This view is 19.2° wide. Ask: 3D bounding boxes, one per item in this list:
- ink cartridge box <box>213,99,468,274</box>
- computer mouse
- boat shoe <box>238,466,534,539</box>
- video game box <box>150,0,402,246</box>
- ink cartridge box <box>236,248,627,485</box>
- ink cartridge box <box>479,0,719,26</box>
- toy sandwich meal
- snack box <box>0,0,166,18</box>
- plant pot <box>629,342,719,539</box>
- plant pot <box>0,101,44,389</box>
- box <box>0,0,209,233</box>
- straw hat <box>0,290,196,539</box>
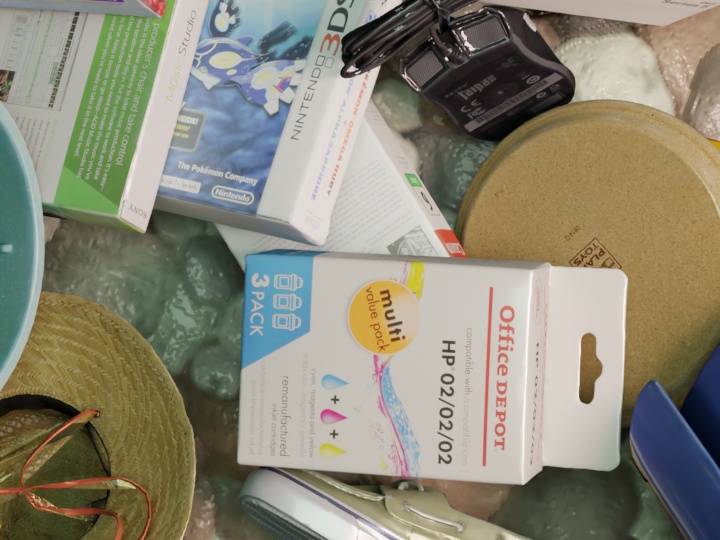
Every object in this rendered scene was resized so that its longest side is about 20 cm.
[{"bbox_3d":[0.000,0.000,1.213,0.109,0.050,0.201,-33,84,12],"label":"ink cartridge box"},{"bbox_3d":[0.080,-0.139,1.173,0.140,0.200,0.046,-33,65,22],"label":"computer mouse"},{"bbox_3d":[0.028,0.151,1.202,0.199,0.072,0.062,27,71,-8],"label":"boat shoe"},{"bbox_3d":[-0.083,-0.122,1.202,0.199,0.047,0.183,13,77,29],"label":"video game box"},{"bbox_3d":[0.039,0.051,1.143,0.199,0.068,0.116,3,93,13],"label":"ink cartridge box"},{"bbox_3d":[0.136,-0.252,1.231,0.145,0.084,0.201,4,80,-24],"label":"ink cartridge box"},{"bbox_3d":[0.151,-0.004,1.220,0.204,0.070,0.207,1,92,25],"label":"toy sandwich meal"},{"bbox_3d":[-0.192,-0.220,1.180,0.199,0.053,0.143,7,79,21],"label":"snack box"},{"bbox_3d":[0.263,0.127,1.118,0.179,0.200,0.200,-32,124,2],"label":"plant pot"},{"bbox_3d":[-0.305,-0.013,1.128,0.195,0.200,0.202,2,79,34],"label":"plant pot"},{"bbox_3d":[-0.191,-0.107,1.202,0.199,0.036,0.145,10,80,28],"label":"box"},{"bbox_3d":[-0.176,0.119,1.181,0.200,0.085,0.202,-3,68,8],"label":"straw hat"}]
